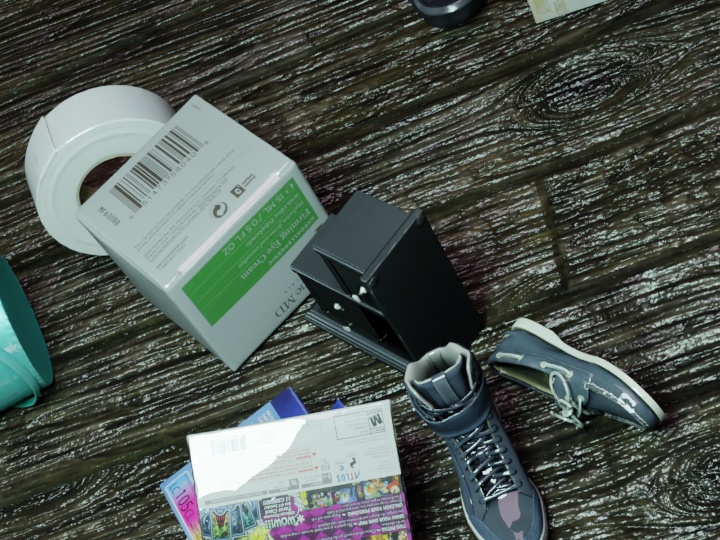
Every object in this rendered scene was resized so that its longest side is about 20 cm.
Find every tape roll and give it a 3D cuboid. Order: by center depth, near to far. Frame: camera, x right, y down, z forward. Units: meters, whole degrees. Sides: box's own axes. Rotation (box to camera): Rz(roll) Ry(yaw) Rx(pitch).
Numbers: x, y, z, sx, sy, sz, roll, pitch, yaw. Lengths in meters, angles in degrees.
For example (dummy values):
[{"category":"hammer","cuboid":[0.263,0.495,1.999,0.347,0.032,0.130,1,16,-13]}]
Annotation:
[{"category":"tape roll","cuboid":[-0.293,-0.117,1.725,0.201,0.203,0.071,-31,48,2]}]

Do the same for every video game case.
[{"category":"video game case","cuboid":[-0.052,0.227,1.368,0.197,0.036,0.184,-11,82,1]}]

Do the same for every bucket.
[{"category":"bucket","cuboid":[-0.446,0.078,1.662,0.133,0.208,0.208,-24,48,-3]}]

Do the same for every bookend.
[{"category":"bookend","cuboid":[0.000,0.000,1.490,0.198,0.201,0.092,27,70,37]}]

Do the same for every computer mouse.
[{"category":"computer mouse","cuboid":[0.106,-0.355,1.808,0.137,0.053,0.201,-26,38,6]}]

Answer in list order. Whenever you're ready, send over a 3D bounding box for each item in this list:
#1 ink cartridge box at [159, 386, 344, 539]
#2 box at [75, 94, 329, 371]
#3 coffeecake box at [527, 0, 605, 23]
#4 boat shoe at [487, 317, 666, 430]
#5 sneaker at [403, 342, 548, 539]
[{"category":"ink cartridge box","cuboid":[-0.083,0.214,1.456,0.199,0.077,0.137,-36,48,-4]},{"category":"box","cuboid":[-0.163,-0.042,1.623,0.199,0.172,0.199,-45,50,-11]},{"category":"coffeecake box","cuboid":[0.284,-0.398,1.730,0.198,0.073,0.155,-16,49,15]},{"category":"boat shoe","cuboid":[0.201,0.109,1.390,0.062,0.075,0.199,-46,48,-14]},{"category":"sneaker","cuboid":[0.104,0.161,1.354,0.076,0.147,0.204,-26,50,4]}]
